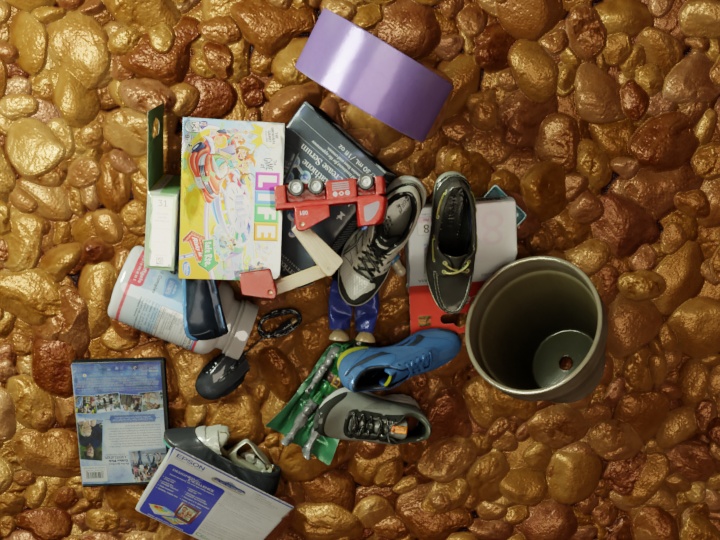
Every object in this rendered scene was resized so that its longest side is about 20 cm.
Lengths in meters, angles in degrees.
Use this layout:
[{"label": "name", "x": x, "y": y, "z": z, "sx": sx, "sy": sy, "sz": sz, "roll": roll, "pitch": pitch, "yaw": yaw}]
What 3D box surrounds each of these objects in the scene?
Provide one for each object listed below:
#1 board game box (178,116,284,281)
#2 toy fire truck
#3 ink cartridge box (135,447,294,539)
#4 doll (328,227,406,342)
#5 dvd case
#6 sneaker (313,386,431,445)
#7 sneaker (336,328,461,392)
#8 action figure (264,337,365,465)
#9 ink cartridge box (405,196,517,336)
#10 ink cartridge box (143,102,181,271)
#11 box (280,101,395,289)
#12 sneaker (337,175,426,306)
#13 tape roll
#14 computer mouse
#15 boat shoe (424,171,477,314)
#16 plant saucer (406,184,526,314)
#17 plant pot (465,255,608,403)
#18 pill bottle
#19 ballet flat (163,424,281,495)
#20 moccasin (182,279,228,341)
[{"label": "board game box", "x": -0.167, "y": -0.090, "z": 1.158, "sx": 0.131, "sy": 0.034, "sz": 0.205, "roll": 1, "pitch": 93, "yaw": -12}, {"label": "toy fire truck", "x": -0.059, "y": -0.043, "z": 1.135, "sx": 0.195, "sy": 0.049, "sz": 0.145, "roll": -5, "pitch": 92, "yaw": -6}, {"label": "ink cartridge box", "x": -0.217, "y": 0.341, "z": 1.342, "sx": 0.195, "sy": 0.047, "sz": 0.201, "roll": 29, "pitch": 129, "yaw": -10}, {"label": "doll", "x": 0.000, "y": 0.000, "z": 1.309, "sx": 0.133, "sy": 0.048, "sz": 0.205, "roll": 3, "pitch": 95, "yaw": 2}, {"label": "dvd case", "x": -0.361, "y": 0.232, "z": 1.366, "sx": 0.139, "sy": 0.018, "sz": 0.205, "roll": -2, "pitch": 104, "yaw": -4}, {"label": "sneaker", "x": 0.021, "y": 0.219, "z": 1.322, "sx": 0.196, "sy": 0.079, "sz": 0.076, "roll": 6, "pitch": 103, "yaw": -31}, {"label": "sneaker", "x": 0.064, "y": 0.140, "z": 1.308, "sx": 0.195, "sy": 0.079, "sz": 0.067, "roll": -11, "pitch": 117, "yaw": -15}, {"label": "action figure", "x": -0.048, "y": 0.186, "z": 1.358, "sx": 0.117, "sy": 0.055, "sz": 0.203, "roll": 29, "pitch": 97, "yaw": -7}, {"label": "ink cartridge box", "x": 0.147, "y": -0.001, "z": 1.306, "sx": 0.158, "sy": 0.057, "sz": 0.205, "roll": -4, "pitch": 100, "yaw": -2}, {"label": "ink cartridge box", "x": -0.261, "y": -0.117, "z": 1.217, "sx": 0.047, "sy": 0.146, "sz": 0.205, "roll": 5, "pitch": 104, "yaw": -6}, {"label": "box", "x": -0.071, "y": -0.102, "z": 1.235, "sx": 0.148, "sy": 0.107, "sz": 0.201, "roll": 39, "pitch": 99, "yaw": 5}, {"label": "sneaker", "x": 0.022, "y": -0.038, "z": 1.231, "sx": 0.074, "sy": 0.088, "sz": 0.203, "roll": 27, "pitch": 105, "yaw": -2}, {"label": "tape roll", "x": 0.018, "y": -0.254, "z": 1.172, "sx": 0.197, "sy": 0.200, "sz": 0.086, "roll": 28, "pitch": 102, "yaw": -10}, {"label": "computer mouse", "x": -0.168, "y": 0.126, "z": 1.343, "sx": 0.199, "sy": 0.034, "sz": 0.059, "roll": -41, "pitch": 102, "yaw": 6}, {"label": "boat shoe", "x": 0.127, "y": -0.030, "z": 1.244, "sx": 0.070, "sy": 0.061, "sz": 0.206, "roll": -3, "pitch": 108, "yaw": -2}, {"label": "plant saucer", "x": 0.156, "y": -0.031, "z": 1.332, "sx": 0.070, "sy": 0.019, "sz": 0.201, "roll": 40, "pitch": 98, "yaw": -11}, {"label": "plant pot", "x": 0.270, "y": 0.107, "z": 1.283, "sx": 0.199, "sy": 0.201, "sz": 0.173, "roll": -40, "pitch": 142, "yaw": 7}, {"label": "pill bottle", "x": -0.250, "y": 0.051, "z": 1.280, "sx": 0.196, "sy": 0.109, "sz": 0.111, "roll": 23, "pitch": 102, "yaw": -10}, {"label": "ballet flat", "x": -0.202, "y": 0.277, "z": 1.363, "sx": 0.198, "sy": 0.073, "sz": 0.074, "roll": 35, "pitch": 100, "yaw": -15}, {"label": "moccasin", "x": -0.207, "y": -0.009, "z": 1.213, "sx": 0.066, "sy": 0.080, "sz": 0.205, "roll": -2, "pitch": 94, "yaw": -7}]
